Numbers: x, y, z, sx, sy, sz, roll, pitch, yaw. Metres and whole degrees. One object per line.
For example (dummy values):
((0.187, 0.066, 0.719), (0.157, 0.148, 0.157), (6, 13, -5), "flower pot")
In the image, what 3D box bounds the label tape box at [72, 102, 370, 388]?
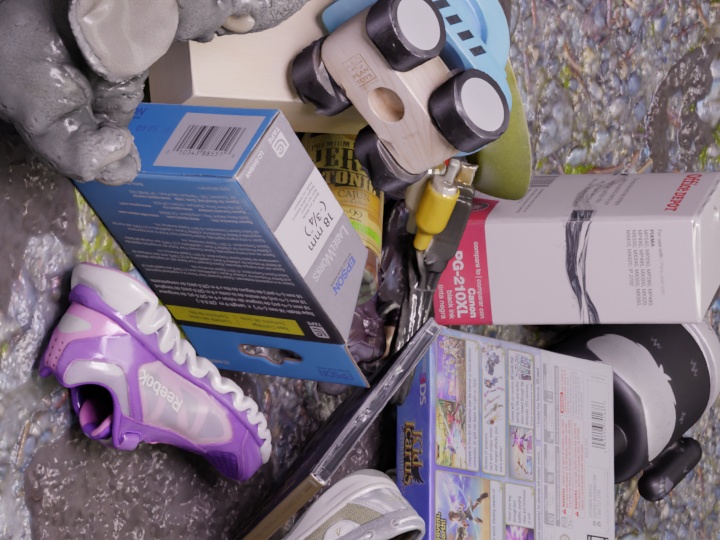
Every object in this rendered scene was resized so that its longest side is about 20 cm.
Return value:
((-0.077, -0.017, 1.512), (0.063, 0.144, 0.200), (-60, 137, -29), "label tape box")

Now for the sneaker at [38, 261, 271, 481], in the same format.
((-0.137, 0.083, 1.513), (0.200, 0.080, 0.089), (49, 65, -38), "sneaker")

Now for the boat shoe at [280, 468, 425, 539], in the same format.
((-0.039, 0.226, 1.612), (0.202, 0.065, 0.074), (-45, 133, 1), "boat shoe")

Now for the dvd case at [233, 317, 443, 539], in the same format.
((-0.024, 0.121, 1.588), (0.016, 0.200, 0.149), (39, 58, -1), "dvd case")

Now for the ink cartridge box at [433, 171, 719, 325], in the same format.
((0.164, -0.017, 1.745), (0.145, 0.199, 0.085), (-44, 132, -67), "ink cartridge box")

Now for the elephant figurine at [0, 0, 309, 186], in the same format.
((-0.132, -0.160, 1.378), (0.200, 0.142, 0.155), (-49, 162, 18), "elephant figurine")

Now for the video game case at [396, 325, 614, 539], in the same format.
((0.108, 0.154, 1.738), (0.181, 0.045, 0.201), (14, 69, -36), "video game case")

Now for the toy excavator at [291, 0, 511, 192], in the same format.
((0.039, -0.178, 1.516), (0.195, 0.100, 0.200), (52, 45, -10), "toy excavator")

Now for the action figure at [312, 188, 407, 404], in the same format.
((0.000, 0.000, 1.680), (0.130, 0.069, 0.201), (25, 80, -58), "action figure")

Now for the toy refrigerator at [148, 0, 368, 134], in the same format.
((-0.038, -0.134, 1.544), (0.199, 0.070, 0.076), (0, 76, -31), "toy refrigerator")

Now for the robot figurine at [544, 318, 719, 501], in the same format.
((0.210, 0.098, 1.918), (0.200, 0.125, 0.151), (-33, 133, -44), "robot figurine")

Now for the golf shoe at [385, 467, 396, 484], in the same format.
((0.014, 0.182, 1.720), (0.200, 0.075, 0.092), (-50, 128, -36), "golf shoe")

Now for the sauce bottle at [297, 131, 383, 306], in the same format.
((-0.015, -0.072, 1.610), (0.065, 0.065, 0.201), (41, 40, -47), "sauce bottle")

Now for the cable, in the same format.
((0.035, -0.009, 1.638), (0.050, 0.097, 0.200), (14, 114, -13), "cable")

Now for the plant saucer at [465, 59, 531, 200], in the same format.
((0.063, -0.138, 1.661), (0.031, 0.200, 0.201), (-22, 117, -12), "plant saucer")
